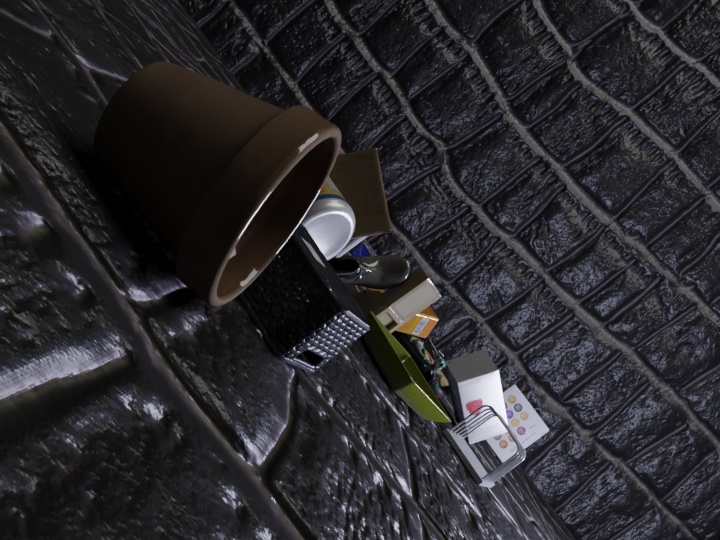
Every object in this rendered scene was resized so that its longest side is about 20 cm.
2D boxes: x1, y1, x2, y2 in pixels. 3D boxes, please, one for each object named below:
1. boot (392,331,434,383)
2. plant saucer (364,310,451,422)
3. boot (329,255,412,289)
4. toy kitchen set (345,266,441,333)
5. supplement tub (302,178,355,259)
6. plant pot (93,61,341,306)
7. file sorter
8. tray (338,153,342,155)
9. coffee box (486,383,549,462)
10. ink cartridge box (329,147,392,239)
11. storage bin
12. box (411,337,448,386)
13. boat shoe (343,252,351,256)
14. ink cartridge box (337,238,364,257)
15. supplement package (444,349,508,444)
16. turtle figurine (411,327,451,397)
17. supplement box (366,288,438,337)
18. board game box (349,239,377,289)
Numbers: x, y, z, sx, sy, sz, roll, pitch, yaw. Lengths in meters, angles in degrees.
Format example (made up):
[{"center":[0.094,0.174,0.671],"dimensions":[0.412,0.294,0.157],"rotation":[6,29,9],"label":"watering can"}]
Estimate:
[{"center":[0.124,0.196,1.929],"dimensions":[0.164,0.066,0.200],"rotation":[29,16,-50],"label":"boot"},{"center":[0.082,0.203,1.564],"dimensions":[0.200,0.048,0.200],"rotation":[50,5,-46],"label":"plant saucer"},{"center":[0.000,0.000,1.549],"dimensions":[0.131,0.198,0.069],"rotation":[35,54,-82],"label":"boot"},{"center":[0.059,0.044,1.707],"dimensions":[0.163,0.180,0.201],"rotation":[50,6,-50],"label":"toy kitchen set"},{"center":[-0.112,-0.122,1.386],"dimensions":[0.201,0.144,0.145],"rotation":[55,5,33],"label":"supplement tub"},{"center":[-0.140,-0.097,0.724],"dimensions":[0.174,0.201,0.200],"rotation":[37,3,5],"label":"plant pot"},{"center":[0.292,0.399,1.799],"dimensions":[0.139,0.124,0.200],"rotation":[55,4,23],"label":"file sorter"},{"center":[-0.057,-0.133,1.620],"dimensions":[0.107,0.201,0.022],"rotation":[32,-11,5],"label":"tray"},{"center":[0.526,0.536,2.801],"dimensions":[0.198,0.199,0.200],"rotation":[54,4,11],"label":"coffee box"},{"center":[-0.050,-0.140,1.538],"dimensions":[0.075,0.198,0.167],"rotation":[-109,-171,-83],"label":"ink cartridge box"},{"center":[-0.088,0.008,0.934],"dimensions":[0.201,0.093,0.135],"rotation":[56,5,22],"label":"storage bin"},{"center":[0.232,0.308,2.605],"dimensions":[0.201,0.021,0.163],"rotation":[55,4,13],"label":"box"},{"center":[-0.075,-0.058,1.856],"dimensions":[0.200,0.072,0.065],"rotation":[52,-9,29],"label":"boat shoe"},{"center":[-0.087,-0.123,1.681],"dimensions":[0.201,0.146,0.083],"rotation":[55,3,10],"label":"ink cartridge box"},{"center":[0.311,0.338,2.113],"dimensions":[0.120,0.120,0.202],"rotation":[-117,-168,-66],"label":"supplement package"},{"center":[0.178,0.234,2.074],"dimensions":[0.150,0.100,0.201],"rotation":[-94,165,-56],"label":"turtle figurine"},{"center":[0.090,0.101,1.876],"dimensions":[0.199,0.069,0.067],"rotation":[19,26,-38],"label":"supplement box"},{"center":[0.017,0.010,2.096],"dimensions":[0.160,0.097,0.200],"rotation":[53,4,-4],"label":"board game box"}]
